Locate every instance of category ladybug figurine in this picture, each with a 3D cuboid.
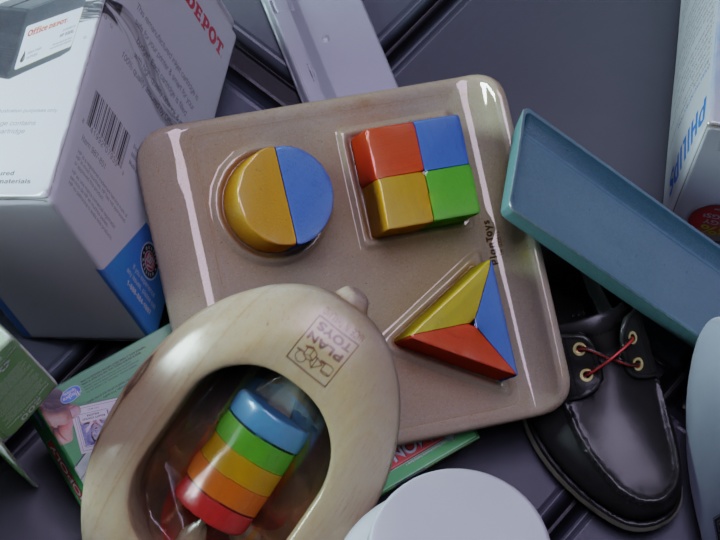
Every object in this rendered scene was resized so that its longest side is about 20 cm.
[{"bbox_3d":[-0.054,0.090,1.420,0.136,0.072,0.200,39,101,4],"label":"ladybug figurine"}]

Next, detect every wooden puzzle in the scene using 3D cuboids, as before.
[{"bbox_3d":[0.000,0.000,1.489,0.200,0.046,0.185,-11,85,-15],"label":"wooden puzzle"}]

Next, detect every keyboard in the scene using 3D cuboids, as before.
[{"bbox_3d":[0.001,-0.084,1.630,0.056,0.011,0.200,-13,65,-19],"label":"keyboard"}]

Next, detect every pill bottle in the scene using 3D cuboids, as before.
[{"bbox_3d":[0.036,0.174,1.387,0.113,0.200,0.113,3,62,-5],"label":"pill bottle"}]

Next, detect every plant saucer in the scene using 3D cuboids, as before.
[{"bbox_3d":[0.150,-0.008,1.540,0.200,0.019,0.070,34,47,-27],"label":"plant saucer"}]

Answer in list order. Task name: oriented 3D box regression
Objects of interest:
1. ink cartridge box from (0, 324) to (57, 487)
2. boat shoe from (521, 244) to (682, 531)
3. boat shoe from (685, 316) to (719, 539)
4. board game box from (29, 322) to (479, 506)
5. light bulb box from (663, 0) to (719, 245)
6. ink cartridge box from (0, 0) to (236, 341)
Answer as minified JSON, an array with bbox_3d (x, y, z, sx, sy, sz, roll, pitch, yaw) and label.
[{"bbox_3d":[-0.215,0.027,1.434,0.146,0.200,0.048,42,83,15],"label":"ink cartridge box"},{"bbox_3d":[0.118,0.044,1.545,0.074,0.063,0.201,-15,66,-17],"label":"boat shoe"},{"bbox_3d":[0.218,0.122,1.502,0.066,0.070,0.200,-1,73,-19],"label":"boat shoe"},{"bbox_3d":[-0.055,0.080,1.505,0.200,0.029,0.135,-29,86,-20],"label":"board game box"},{"bbox_3d":[0.281,-0.116,1.611,0.198,0.125,0.200,9,61,-2],"label":"light bulb box"},{"bbox_3d":[-0.147,-0.084,1.525,0.084,0.145,0.200,0,59,22],"label":"ink cartridge box"}]
